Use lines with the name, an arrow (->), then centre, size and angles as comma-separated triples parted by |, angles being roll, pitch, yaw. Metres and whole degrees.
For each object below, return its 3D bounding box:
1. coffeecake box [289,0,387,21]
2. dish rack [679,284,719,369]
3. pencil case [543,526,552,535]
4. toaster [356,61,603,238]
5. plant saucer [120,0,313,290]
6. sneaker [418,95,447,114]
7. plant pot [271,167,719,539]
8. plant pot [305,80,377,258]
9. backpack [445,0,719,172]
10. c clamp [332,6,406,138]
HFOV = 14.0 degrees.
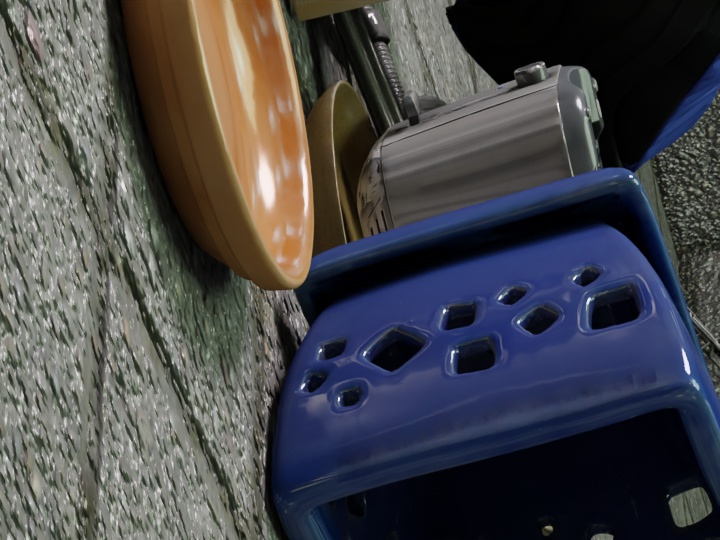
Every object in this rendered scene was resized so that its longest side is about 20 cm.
coffeecake box -> 0.026, -0.244, 1.615 | 0.073, 0.153, 0.200 | 68, 14, -45
dish rack -> 0.141, -0.003, 1.713 | 0.153, 0.055, 0.200 | 52, 6, 32
pencil case -> 0.066, 0.077, 1.649 | 0.078, 0.089, 0.200 | 65, 15, -61
toaster -> 0.077, -0.004, 1.535 | 0.114, 0.129, 0.200 | -66, 142, -73
plant saucer -> -0.063, -0.087, 1.260 | 0.200, 0.037, 0.201 | -11, 90, -80
sneaker -> 0.073, 0.001, 1.799 | 0.118, 0.074, 0.201 | 50, 23, -64
plant pot -> 0.076, 0.076, 1.376 | 0.180, 0.200, 0.200 | -96, 166, -46
plant pot -> 0.000, 0.000, 1.549 | 0.200, 0.027, 0.201 | -11, 90, -80
backpack -> 0.166, -0.180, 1.681 | 0.162, 0.168, 0.200 | 42, -34, 6
c clamp -> 0.021, -0.096, 1.688 | 0.171, 0.027, 0.200 | 57, 12, -63
